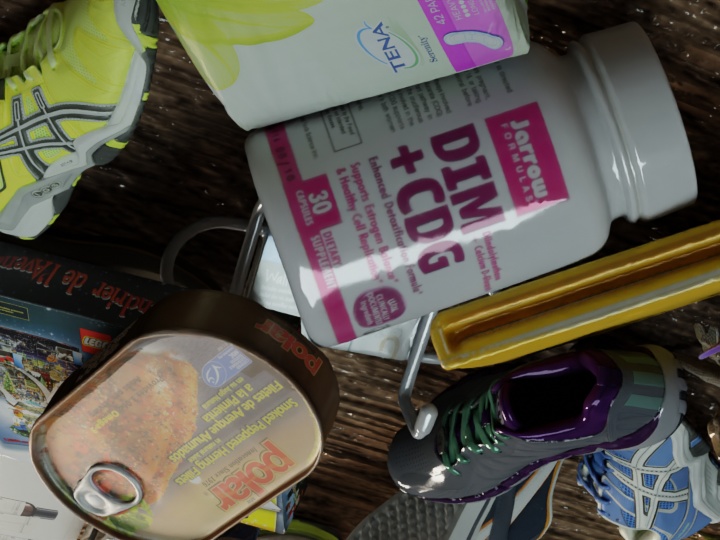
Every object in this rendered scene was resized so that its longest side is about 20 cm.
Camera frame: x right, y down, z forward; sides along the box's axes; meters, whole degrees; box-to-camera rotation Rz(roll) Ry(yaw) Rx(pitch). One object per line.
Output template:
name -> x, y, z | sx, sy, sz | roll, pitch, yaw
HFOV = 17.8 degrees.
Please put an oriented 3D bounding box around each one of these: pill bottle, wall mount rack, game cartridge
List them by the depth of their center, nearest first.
pill bottle -> 0.054, -0.045, 1.117 | 0.200, 0.113, 0.113 | -19, 142, 0
game cartridge -> 0.141, 0.009, 1.195 | 0.176, 0.032, 0.200 | -19, 176, 14
wall mount rack -> 0.000, 0.000, 1.236 | 0.200, 0.075, 0.174 | 10, 114, -17

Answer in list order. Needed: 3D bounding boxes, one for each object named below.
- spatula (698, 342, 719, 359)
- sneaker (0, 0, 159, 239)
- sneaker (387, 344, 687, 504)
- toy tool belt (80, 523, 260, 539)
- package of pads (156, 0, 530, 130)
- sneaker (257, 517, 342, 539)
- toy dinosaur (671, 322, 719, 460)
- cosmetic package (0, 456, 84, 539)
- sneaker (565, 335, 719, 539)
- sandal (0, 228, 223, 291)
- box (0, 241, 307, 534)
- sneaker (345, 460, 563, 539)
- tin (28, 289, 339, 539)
spatula -> 0.261, -0.011, 1.208 | 0.200, 0.021, 0.057 | -40, 171, 4
sneaker -> -0.157, -0.083, 1.112 | 0.076, 0.075, 0.200 | 17, 138, -24
sneaker -> 0.078, 0.077, 1.273 | 0.200, 0.074, 0.088 | -23, 156, 36
toy tool belt -> -0.094, 0.152, 1.368 | 0.123, 0.125, 0.200 | 24, 159, -5
package of pads -> -0.025, -0.154, 1.026 | 0.154, 0.068, 0.200 | -14, 141, 16
sneaker -> -0.110, 0.216, 1.509 | 0.200, 0.081, 0.074 | -11, 142, 12
toy dinosaur -> 0.269, 0.044, 1.302 | 0.136, 0.086, 0.200 | -20, 177, -39
cosmetic package -> -0.199, 0.119, 1.401 | 0.083, 0.051, 0.200 | 10, 142, -17
sneaker -> 0.164, 0.111, 1.368 | 0.077, 0.076, 0.200 | -38, 134, 3
sandal -> -0.166, 0.011, 1.254 | 0.200, 0.055, 0.082 | 24, 136, -30
box -> -0.128, 0.059, 1.213 | 0.200, 0.038, 0.137 | 14, 137, 13
sneaker -> 0.059, 0.156, 1.375 | 0.200, 0.078, 0.079 | -52, 131, 1
tin -> -0.089, 0.078, 1.156 | 0.112, 0.042, 0.200 | 42, 137, -11
